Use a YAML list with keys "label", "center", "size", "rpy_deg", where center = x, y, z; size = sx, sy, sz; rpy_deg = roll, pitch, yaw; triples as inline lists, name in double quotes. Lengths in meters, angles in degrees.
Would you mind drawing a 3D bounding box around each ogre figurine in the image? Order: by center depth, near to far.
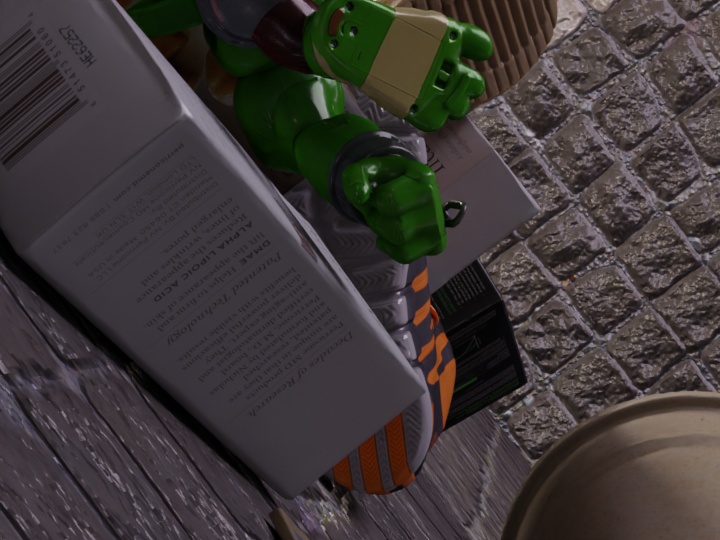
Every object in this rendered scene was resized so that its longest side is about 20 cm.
- label: "ogre figurine"
  center: [-0.028, -0.106, 0.810]
  size: [0.200, 0.098, 0.120]
  rpy_deg: [53, -17, -17]

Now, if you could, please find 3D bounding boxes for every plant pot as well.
- label: "plant pot"
  center: [0.160, 0.181, 1.100]
  size: [0.201, 0.200, 0.184]
  rpy_deg: [52, 14, -9]

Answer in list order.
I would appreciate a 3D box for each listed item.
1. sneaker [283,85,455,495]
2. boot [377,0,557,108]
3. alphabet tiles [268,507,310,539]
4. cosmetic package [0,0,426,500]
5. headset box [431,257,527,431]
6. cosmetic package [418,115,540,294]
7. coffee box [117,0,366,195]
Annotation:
- label: "sneaker"
  center: [0.000, 0.000, 1.060]
  size: [0.112, 0.077, 0.201]
  rpy_deg: [3, 85, -82]
- label: "boot"
  center: [-0.021, -0.113, 1.149]
  size: [0.166, 0.199, 0.073]
  rpy_deg: [16, -56, 52]
- label: "alphabet tiles"
  center: [0.045, 0.183, 0.771]
  size: [0.167, 0.008, 0.200]
  rpy_deg: [51, 3, -37]
- label: "cosmetic package"
  center: [-0.061, -0.012, 0.795]
  size: [0.102, 0.074, 0.200]
  rpy_deg: [53, 4, 36]
- label: "headset box"
  center: [0.016, -0.002, 1.413]
  size: [0.175, 0.093, 0.200]
  rpy_deg: [60, -1, 18]
- label: "cosmetic package"
  center: [-0.015, -0.045, 1.191]
  size: [0.052, 0.151, 0.200]
  rpy_deg: [48, 4, -35]
- label: "coffee box"
  center: [-0.101, -0.107, 0.933]
  size: [0.200, 0.114, 0.080]
  rpy_deg: [52, 2, -34]
